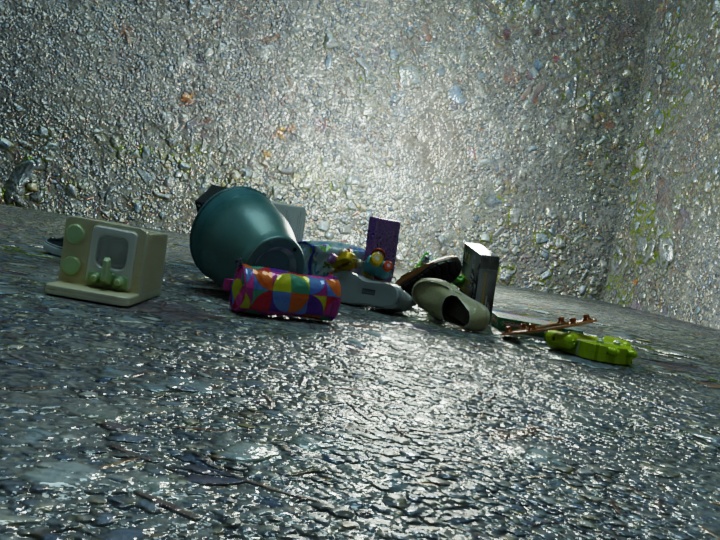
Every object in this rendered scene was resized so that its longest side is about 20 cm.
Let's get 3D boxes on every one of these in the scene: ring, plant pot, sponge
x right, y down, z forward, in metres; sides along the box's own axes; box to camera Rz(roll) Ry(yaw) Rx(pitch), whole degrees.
[{"bbox_3d":[0.386,0.111,1.526,0.194,0.020,0.200,-10,-4,-1],"label":"ring"},{"bbox_3d":[-0.204,-0.036,1.425,0.196,0.205,0.187,7,18,-38],"label":"plant pot"},{"bbox_3d":[0.048,-0.026,1.809,0.029,0.207,0.110,8,2,33],"label":"sponge"}]

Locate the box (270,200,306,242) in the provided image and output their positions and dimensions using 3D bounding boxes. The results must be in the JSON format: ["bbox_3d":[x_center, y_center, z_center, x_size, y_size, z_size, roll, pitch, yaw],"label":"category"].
[{"bbox_3d":[-0.283,-0.098,2.069,0.169,0.206,0.196,3,8,-45],"label":"box"}]

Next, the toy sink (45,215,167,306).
[{"bbox_3d":[-0.392,-0.019,1.163,0.126,0.116,0.200,9,3,-1],"label":"toy sink"}]

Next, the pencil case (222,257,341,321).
[{"bbox_3d":[-0.129,0.038,1.261,0.195,0.091,0.088,10,2,-28],"label":"pencil case"}]

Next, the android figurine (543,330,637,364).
[{"bbox_3d":[0.462,0.150,1.482,0.177,0.042,0.199,9,2,-23],"label":"android figurine"}]

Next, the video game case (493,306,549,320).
[{"bbox_3d":[0.376,0.118,1.941,0.179,0.023,0.198,12,3,38],"label":"video game case"}]

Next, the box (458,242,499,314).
[{"bbox_3d":[0.282,0.028,1.791,0.047,0.164,0.200,5,10,-4],"label":"box"}]

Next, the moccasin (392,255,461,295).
[{"bbox_3d":[0.148,0.023,1.755,0.198,0.075,0.078,-32,19,3],"label":"moccasin"}]

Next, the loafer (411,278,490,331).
[{"bbox_3d":[0.184,0.069,1.579,0.197,0.078,0.068,23,10,35],"label":"loafer"}]

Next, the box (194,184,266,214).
[{"bbox_3d":[-0.264,-0.070,1.599,0.138,0.205,0.079,12,38,25],"label":"box"}]

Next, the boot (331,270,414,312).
[{"bbox_3d":[0.024,0.056,1.661,0.196,0.076,0.095,15,-7,34],"label":"boot"}]

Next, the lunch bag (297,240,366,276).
[{"bbox_3d":[-0.082,-0.014,1.871,0.165,0.131,0.199,8,7,-21],"label":"lunch bag"}]

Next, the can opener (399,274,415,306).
[{"bbox_3d":[0.116,0.048,1.940,0.052,0.069,0.200,8,3,-5],"label":"can opener"}]

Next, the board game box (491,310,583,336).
[{"bbox_3d":[0.406,0.131,1.733,0.194,0.030,0.135,10,4,1],"label":"board game box"}]

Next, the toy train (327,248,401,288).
[{"bbox_3d":[0.000,0.000,1.706,0.194,0.057,0.152,0,-37,24],"label":"toy train"}]

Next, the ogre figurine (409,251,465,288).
[{"bbox_3d":[0.187,0.022,1.886,0.119,0.099,0.200,40,-1,0],"label":"ogre figurine"}]

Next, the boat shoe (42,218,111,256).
[{"bbox_3d":[-0.601,-0.071,1.618,0.194,0.094,0.071,10,3,16],"label":"boat shoe"}]
